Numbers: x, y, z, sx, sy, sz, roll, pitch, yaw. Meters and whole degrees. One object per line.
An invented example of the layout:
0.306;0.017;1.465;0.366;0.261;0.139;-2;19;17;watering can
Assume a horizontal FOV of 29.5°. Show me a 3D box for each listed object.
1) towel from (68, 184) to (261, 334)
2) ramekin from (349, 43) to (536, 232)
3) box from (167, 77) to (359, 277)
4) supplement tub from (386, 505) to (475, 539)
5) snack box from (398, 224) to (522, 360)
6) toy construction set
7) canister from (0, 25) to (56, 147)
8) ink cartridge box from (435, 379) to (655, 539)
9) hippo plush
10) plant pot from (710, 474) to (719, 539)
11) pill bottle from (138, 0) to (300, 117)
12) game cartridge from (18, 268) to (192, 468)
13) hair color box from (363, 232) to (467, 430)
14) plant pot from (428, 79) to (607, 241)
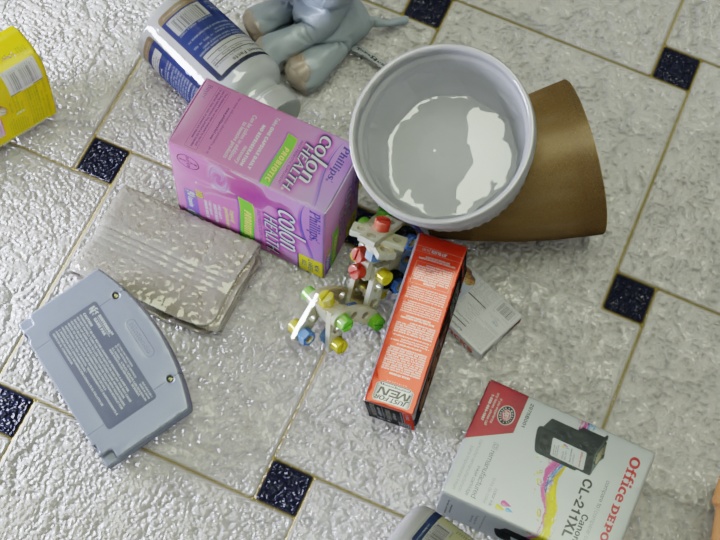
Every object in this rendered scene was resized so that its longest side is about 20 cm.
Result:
-0.227;-0.011;1.619;0.199;0.035;0.133;24;67;10;towel
0.095;-0.136;1.490;0.199;0.105;0.201;-2;79;11;ramekin
-0.109;-0.103;1.585;0.199;0.176;0.097;24;67;8;box
0.101;0.354;1.408;0.200;0.145;0.145;35;70;12;supplement tub
0.095;0.012;1.624;0.072;0.024;0.200;-41;74;-16;snack box
0.000;0.000;1.545;0.131;0.200;0.092;-17;58;-39;toy construction set
-0.470;-0.189;1.627;0.200;0.149;0.087;-35;72;-18;canister
0.203;0.231;1.500;0.199;0.083;0.146;23;67;8;ink cartridge box
-0.053;-0.322;1.691;0.199;0.161;0.160;18;67;6;hippo plush
0.447;0.309;1.426;0.199;0.200;0.140;24;83;8;plant pot
-0.169;-0.242;1.679;0.111;0.111;0.200;-41;74;-18;pill bottle
-0.281;0.105;1.547;0.133;0.042;0.200;-33;76;-8;game cartridge
0.064;0.070;1.539;0.061;0.102;0.201;17;77;9;hair color box
0.167;-0.107;1.604;0.199;0.187;0.187;-15;67;-1;plant pot
